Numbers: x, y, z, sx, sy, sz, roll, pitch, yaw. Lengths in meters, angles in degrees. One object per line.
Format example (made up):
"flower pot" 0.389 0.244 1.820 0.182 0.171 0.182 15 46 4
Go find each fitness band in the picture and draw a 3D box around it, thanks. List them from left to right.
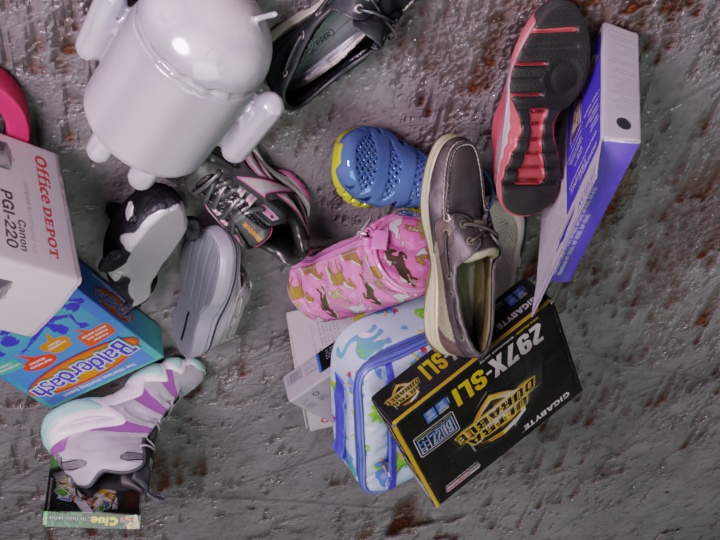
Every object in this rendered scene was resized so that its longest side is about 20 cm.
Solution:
"fitness band" -0.351 -0.102 0.960 0.142 0.038 0.201 -3 144 -22

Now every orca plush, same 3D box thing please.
"orca plush" -0.210 -0.036 1.086 0.104 0.072 0.200 -29 164 -15

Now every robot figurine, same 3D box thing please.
"robot figurine" -0.143 -0.154 0.899 0.169 0.114 0.200 32 128 -17

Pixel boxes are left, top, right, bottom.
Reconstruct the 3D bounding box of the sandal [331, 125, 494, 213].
"sandal" 0.055 -0.088 1.079 0.199 0.081 0.086 12 172 -44

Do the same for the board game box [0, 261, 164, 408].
"board game box" -0.319 0.061 1.181 0.151 0.045 0.200 -25 145 12

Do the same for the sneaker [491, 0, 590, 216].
"sneaker" 0.151 -0.156 1.055 0.073 0.087 0.202 1 118 -17

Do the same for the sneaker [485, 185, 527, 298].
"sneaker" 0.137 -0.002 1.215 0.074 0.085 0.202 19 124 6

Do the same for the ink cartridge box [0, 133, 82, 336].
"ink cartridge box" -0.327 -0.046 0.886 0.085 0.147 0.199 -40 141 26

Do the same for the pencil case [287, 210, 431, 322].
"pencil case" 0.000 0.000 1.128 0.082 0.088 0.199 -22 180 -30

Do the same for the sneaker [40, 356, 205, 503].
"sneaker" -0.239 0.190 1.271 0.198 0.141 0.078 -25 160 -23

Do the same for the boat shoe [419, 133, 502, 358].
"boat shoe" 0.097 -0.020 1.029 0.071 0.066 0.204 -8 103 -40

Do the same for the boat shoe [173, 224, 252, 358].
"boat shoe" -0.147 0.015 1.180 0.066 0.074 0.201 -18 156 -30

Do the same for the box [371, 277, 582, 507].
"box" 0.121 0.124 1.144 0.199 0.049 0.160 -36 134 -9

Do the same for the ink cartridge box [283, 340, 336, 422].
"ink cartridge box" 0.014 0.139 1.278 0.099 0.040 0.199 -35 138 20

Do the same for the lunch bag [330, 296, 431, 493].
"lunch bag" 0.047 0.130 1.188 0.159 0.083 0.202 -19 131 -22

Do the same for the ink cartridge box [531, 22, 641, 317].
"ink cartridge box" 0.208 -0.087 1.057 0.043 0.202 0.199 14 141 -1

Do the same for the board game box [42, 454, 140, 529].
"board game box" -0.304 0.237 1.305 0.103 0.200 0.024 3 105 -12

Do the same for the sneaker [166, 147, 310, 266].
"sneaker" -0.107 -0.068 1.053 0.080 0.087 0.199 -38 139 26

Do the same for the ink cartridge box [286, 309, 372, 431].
"ink cartridge box" 0.020 0.098 1.330 0.197 0.084 0.146 -13 144 -6

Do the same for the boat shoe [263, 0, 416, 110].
"boat shoe" -0.003 -0.201 0.930 0.198 0.067 0.074 -31 142 20
